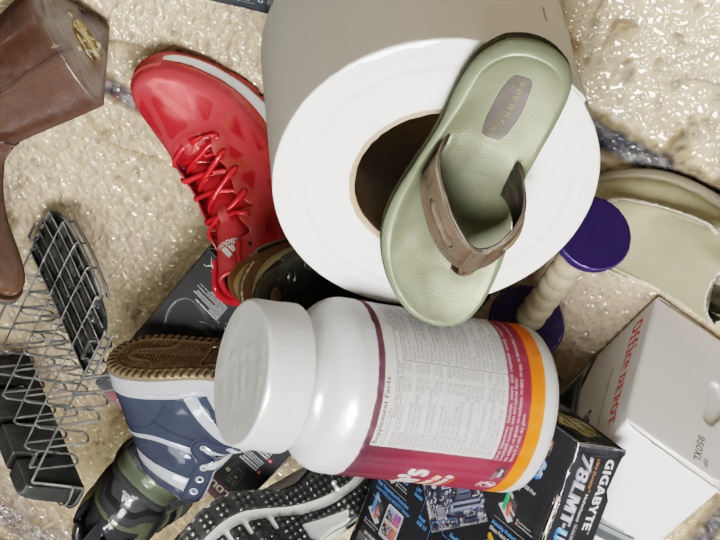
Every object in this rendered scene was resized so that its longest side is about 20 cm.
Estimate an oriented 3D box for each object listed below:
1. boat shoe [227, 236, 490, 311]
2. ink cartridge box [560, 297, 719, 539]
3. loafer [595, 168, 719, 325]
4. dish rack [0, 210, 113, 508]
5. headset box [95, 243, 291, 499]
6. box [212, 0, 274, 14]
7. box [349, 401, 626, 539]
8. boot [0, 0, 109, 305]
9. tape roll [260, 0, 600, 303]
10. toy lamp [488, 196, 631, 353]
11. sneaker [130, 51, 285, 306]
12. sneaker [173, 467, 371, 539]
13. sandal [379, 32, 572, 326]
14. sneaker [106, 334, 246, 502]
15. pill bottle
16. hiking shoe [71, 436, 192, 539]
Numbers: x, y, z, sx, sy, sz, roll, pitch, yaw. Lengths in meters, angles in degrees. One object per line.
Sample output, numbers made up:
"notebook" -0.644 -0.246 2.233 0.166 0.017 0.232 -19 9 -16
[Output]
"boat shoe" 0.000 0.000 1.290 0.074 0.199 0.076 19 107 51
"ink cartridge box" 0.172 0.137 1.351 0.084 0.145 0.200 34 128 -8
"loafer" 0.227 -0.009 1.273 0.198 0.068 0.076 16 129 8
"dish rack" -0.229 0.062 1.446 0.054 0.154 0.201 3 130 -37
"headset box" -0.094 0.075 1.428 0.149 0.075 0.200 43 128 0
"box" -0.076 -0.246 1.213 0.198 0.051 0.159 13 131 9
"box" 0.077 0.168 1.312 0.049 0.200 0.200 13 103 -34
"boot" -0.237 -0.089 1.369 0.199 0.064 0.187 -26 102 29
"tape roll" 0.040 -0.098 1.188 0.200 0.140 0.204 -3 131 -3
"toy lamp" 0.128 0.015 1.296 0.058 0.059 0.200 27 154 -2
"sneaker" -0.090 -0.055 1.318 0.200 0.116 0.078 40 128 -12
"sneaker" -0.060 0.191 1.406 0.074 0.199 0.080 61 142 11
"sandal" 0.064 -0.044 1.106 0.079 0.058 0.202 8 129 -14
"sneaker" -0.079 0.109 1.350 0.198 0.070 0.109 6 123 23
"pill bottle" 0.016 0.076 1.200 0.198 0.110 0.110 9 134 -25
"hiking shoe" -0.188 0.184 1.497 0.076 0.101 0.200 45 169 7
